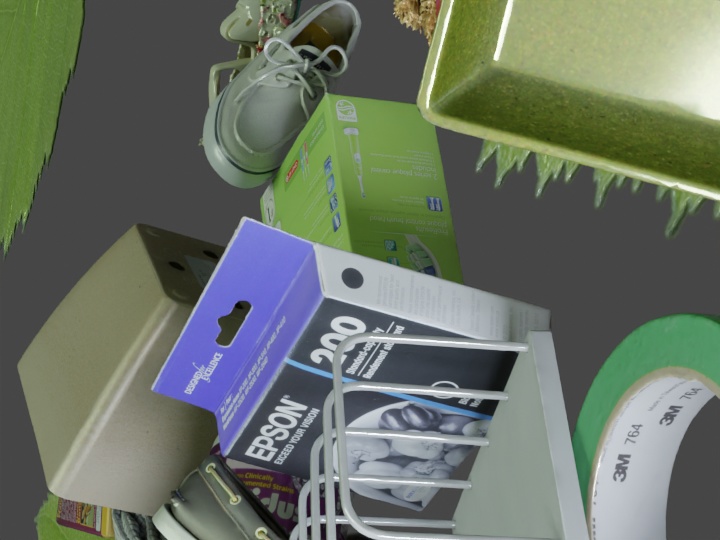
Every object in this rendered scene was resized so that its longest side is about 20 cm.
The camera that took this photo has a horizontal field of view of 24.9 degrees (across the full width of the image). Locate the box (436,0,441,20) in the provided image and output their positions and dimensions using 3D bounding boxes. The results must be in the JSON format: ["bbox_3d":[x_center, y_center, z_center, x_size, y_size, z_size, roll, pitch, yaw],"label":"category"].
[{"bbox_3d":[0.122,-0.187,0.880,0.200,0.095,0.100,148,124,-62],"label":"box"}]

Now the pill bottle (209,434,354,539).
[{"bbox_3d":[-0.063,0.177,1.191,0.112,0.112,0.200,135,150,-57],"label":"pill bottle"}]

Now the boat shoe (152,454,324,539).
[{"bbox_3d":[-0.044,0.190,1.019,0.202,0.072,0.060,34,86,28],"label":"boat shoe"}]

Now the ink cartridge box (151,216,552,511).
[{"bbox_3d":[-0.013,0.066,1.014,0.198,0.200,0.043,122,161,-47],"label":"ink cartridge box"}]

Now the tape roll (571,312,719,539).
[{"bbox_3d":[0.166,0.121,0.778,0.200,0.048,0.201,-176,90,-67],"label":"tape roll"}]

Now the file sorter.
[{"bbox_3d":[0.033,0.145,0.910,0.200,0.124,0.139,104,166,-48],"label":"file sorter"}]

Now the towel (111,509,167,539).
[{"bbox_3d":[-0.140,0.288,1.362,0.200,0.086,0.166,-140,38,-63],"label":"towel"}]

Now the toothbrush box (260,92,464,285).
[{"bbox_3d":[0.000,0.000,1.141,0.146,0.086,0.200,126,143,-52],"label":"toothbrush box"}]

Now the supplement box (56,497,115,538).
[{"bbox_3d":[-0.223,0.193,1.601,0.200,0.103,0.131,173,101,-66],"label":"supplement box"}]

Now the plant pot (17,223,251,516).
[{"bbox_3d":[-0.148,0.079,1.363,0.177,0.200,0.200,-62,30,19],"label":"plant pot"}]

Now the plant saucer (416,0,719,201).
[{"bbox_3d":[0.145,-0.142,0.743,0.048,0.200,0.200,-62,-13,-70],"label":"plant saucer"}]

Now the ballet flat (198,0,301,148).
[{"bbox_3d":[-0.097,-0.185,1.433,0.076,0.064,0.200,-134,53,-61],"label":"ballet flat"}]

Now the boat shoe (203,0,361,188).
[{"bbox_3d":[-0.046,-0.144,1.231,0.086,0.075,0.202,-40,11,43],"label":"boat shoe"}]

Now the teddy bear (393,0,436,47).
[{"bbox_3d":[0.061,-0.204,1.050,0.145,0.067,0.200,167,106,-75],"label":"teddy bear"}]
